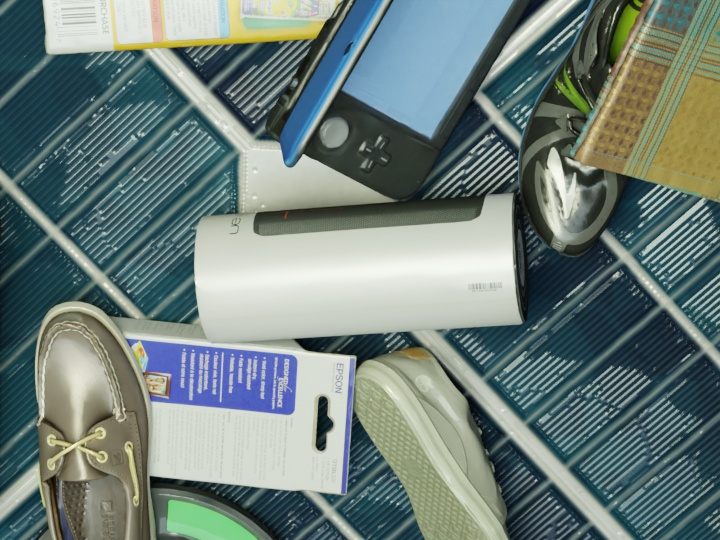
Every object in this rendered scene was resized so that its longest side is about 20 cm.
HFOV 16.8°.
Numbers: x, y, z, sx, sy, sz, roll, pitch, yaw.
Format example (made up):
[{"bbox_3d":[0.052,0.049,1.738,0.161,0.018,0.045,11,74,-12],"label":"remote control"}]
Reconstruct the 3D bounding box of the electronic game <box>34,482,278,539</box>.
[{"bbox_3d":[-0.131,0.233,1.593,0.198,0.042,0.202,0,108,1],"label":"electronic game"}]

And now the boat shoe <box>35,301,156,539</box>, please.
[{"bbox_3d":[-0.167,0.121,1.511,0.071,0.060,0.202,-3,108,8],"label":"boat shoe"}]

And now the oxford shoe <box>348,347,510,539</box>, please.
[{"bbox_3d":[0.062,0.132,1.549,0.058,0.075,0.201,-40,111,-34],"label":"oxford shoe"}]

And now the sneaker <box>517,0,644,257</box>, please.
[{"bbox_3d":[0.146,-0.101,1.458,0.070,0.083,0.201,19,110,-6],"label":"sneaker"}]

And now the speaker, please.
[{"bbox_3d":[0.000,0.000,1.485,0.198,0.081,0.082,-4,108,10],"label":"speaker"}]

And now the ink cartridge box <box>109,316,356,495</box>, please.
[{"bbox_3d":[-0.102,0.084,1.540,0.198,0.037,0.096,6,108,7],"label":"ink cartridge box"}]

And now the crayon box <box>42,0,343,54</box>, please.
[{"bbox_3d":[-0.092,-0.199,1.447,0.198,0.052,0.127,-3,108,3],"label":"crayon box"}]

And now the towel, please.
[{"bbox_3d":[0.225,-0.109,1.435,0.199,0.022,0.147,11,112,-37],"label":"towel"}]

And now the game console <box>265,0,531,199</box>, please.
[{"bbox_3d":[0.041,-0.133,1.387,0.170,0.118,0.201,25,100,-39],"label":"game console"}]
